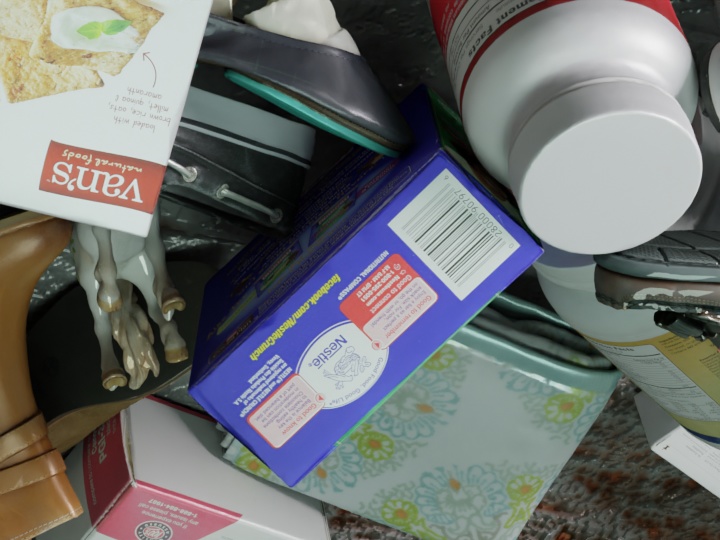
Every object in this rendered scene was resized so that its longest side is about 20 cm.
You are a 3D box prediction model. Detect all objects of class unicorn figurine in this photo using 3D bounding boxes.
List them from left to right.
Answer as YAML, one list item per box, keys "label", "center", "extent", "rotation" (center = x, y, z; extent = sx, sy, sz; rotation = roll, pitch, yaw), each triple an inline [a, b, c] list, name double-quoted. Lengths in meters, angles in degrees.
- label: "unicorn figurine"
  center: [-0.119, -0.029, 1.136]
  extent: [0.073, 0.138, 0.200]
  rotation: [2, 148, -27]

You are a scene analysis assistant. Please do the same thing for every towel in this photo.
- label: "towel"
  center: [0.031, 0.076, 1.281]
  extent: [0.199, 0.048, 0.172]
  rotation: [22, 128, -10]

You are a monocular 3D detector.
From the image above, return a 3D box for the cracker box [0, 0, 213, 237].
- label: "cracker box"
  center: [-0.130, -0.127, 0.932]
  extent: [0.133, 0.058, 0.201]
  rotation: [13, 109, -13]

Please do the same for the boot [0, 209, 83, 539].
- label: "boot"
  center: [-0.190, 0.065, 1.174]
  extent: [0.200, 0.155, 0.074]
  rotation: [-37, 170, 34]

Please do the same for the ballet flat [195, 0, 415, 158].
- label: "ballet flat"
  center: [-0.059, -0.114, 1.010]
  extent: [0.199, 0.073, 0.073]
  rotation: [20, 128, -8]

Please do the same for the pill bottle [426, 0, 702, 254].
- label: "pill bottle"
  center: [0.095, -0.106, 1.042]
  extent: [0.112, 0.201, 0.113]
  rotation: [-6, 135, -7]

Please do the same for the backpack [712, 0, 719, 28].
- label: "backpack"
  center: [0.271, -0.157, 1.071]
  extent: [0.199, 0.168, 0.127]
  rotation: [-12, 140, 8]

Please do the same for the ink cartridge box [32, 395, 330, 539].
- label: "ink cartridge box"
  center: [-0.135, 0.182, 1.348]
  extent: [0.146, 0.083, 0.200]
  rotation: [22, 125, -30]

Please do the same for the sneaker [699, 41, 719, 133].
- label: "sneaker"
  center: [0.251, -0.066, 1.029]
  extent: [0.090, 0.067, 0.200]
  rotation: [-19, 150, 41]

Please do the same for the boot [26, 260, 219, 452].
- label: "boot"
  center: [-0.152, 0.057, 1.254]
  extent: [0.199, 0.074, 0.075]
  rotation: [-29, 161, 10]

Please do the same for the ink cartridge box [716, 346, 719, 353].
- label: "ink cartridge box"
  center: [0.262, -0.007, 1.143]
  extent: [0.050, 0.200, 0.161]
  rotation: [2, 138, 45]

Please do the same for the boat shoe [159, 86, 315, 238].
- label: "boat shoe"
  center: [-0.112, -0.057, 1.040]
  extent: [0.199, 0.068, 0.073]
  rotation: [14, 175, -39]

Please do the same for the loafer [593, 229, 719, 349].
- label: "loafer"
  center: [0.198, 0.017, 1.054]
  extent: [0.199, 0.072, 0.063]
  rotation: [-1, 107, -28]

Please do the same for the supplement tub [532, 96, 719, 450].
- label: "supplement tub"
  center: [0.185, -0.003, 1.200]
  extent: [0.144, 0.145, 0.200]
  rotation: [-34, 131, 19]

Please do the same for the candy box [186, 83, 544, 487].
- label: "candy box"
  center: [0.000, 0.000, 1.099]
  extent: [0.169, 0.200, 0.077]
  rotation: [-43, 102, 9]

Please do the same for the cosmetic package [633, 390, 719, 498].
- label: "cosmetic package"
  center: [0.268, 0.117, 1.398]
  extent: [0.082, 0.051, 0.200]
  rotation: [-39, 129, 20]
